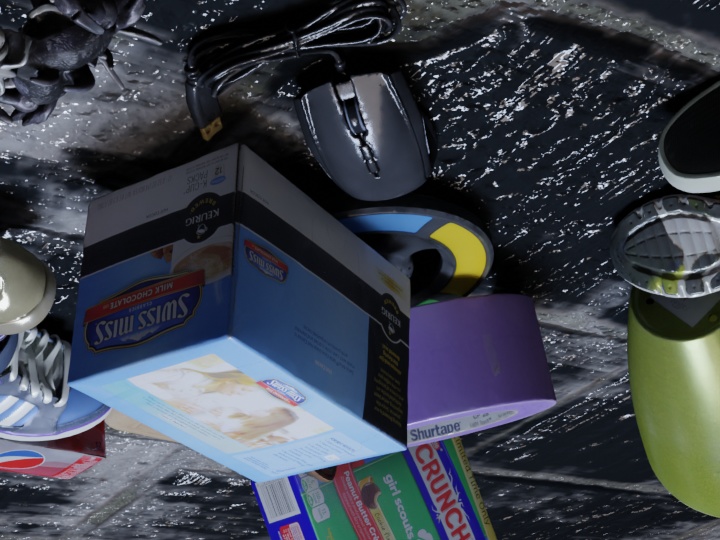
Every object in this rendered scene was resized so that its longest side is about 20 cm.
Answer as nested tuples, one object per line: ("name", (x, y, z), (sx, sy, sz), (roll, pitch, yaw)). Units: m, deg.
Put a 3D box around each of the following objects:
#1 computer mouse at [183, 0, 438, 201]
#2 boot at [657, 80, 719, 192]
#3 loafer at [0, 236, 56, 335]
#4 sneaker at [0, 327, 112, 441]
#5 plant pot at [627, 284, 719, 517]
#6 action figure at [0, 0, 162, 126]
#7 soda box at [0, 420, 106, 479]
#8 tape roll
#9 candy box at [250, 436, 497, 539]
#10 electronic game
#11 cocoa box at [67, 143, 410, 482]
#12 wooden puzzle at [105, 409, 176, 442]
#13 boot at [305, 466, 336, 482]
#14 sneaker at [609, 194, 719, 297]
("computer mouse", (-0.026, -0.082, 0.814), (0.138, 0.047, 0.201), (-11, 153, 6))
("boot", (0.301, -0.084, 0.885), (0.198, 0.073, 0.144), (-22, 152, 17))
("loafer", (-0.299, 0.004, 0.875), (0.196, 0.077, 0.069), (-6, 144, 3))
("sneaker", (-0.255, 0.062, 0.989), (0.197, 0.082, 0.146), (12, 151, -25))
("plant pot", (0.290, 0.070, 1.093), (0.185, 0.189, 0.200), (-18, 137, 19))
("action figure", (-0.178, -0.125, 0.631), (0.118, 0.103, 0.199), (-34, 171, 27))
("soda box", (-0.305, 0.117, 1.094), (0.198, 0.071, 0.063), (17, 143, -41))
("tape roll", (0.051, 0.087, 1.075), (0.197, 0.086, 0.200), (-12, 169, -2))
("candy box", (0.020, 0.228, 1.229), (0.198, 0.171, 0.077), (-17, 174, -43))
("electronic game", (0.000, 0.000, 0.988), (0.197, 0.042, 0.201), (-7, 154, -4))
("cocoa box", (-0.070, 0.037, 0.873), (0.132, 0.133, 0.200), (-16, 147, 29))
("wooden puzzle", (-0.100, 0.113, 1.195), (0.184, 0.038, 0.199), (-30, 141, 35))
("boot", (-0.094, 0.115, 1.102), (0.096, 0.076, 0.201), (-11, 139, 23))
("sneaker", (0.283, -0.024, 0.990), (0.197, 0.076, 0.084), (-9, 176, 26))
